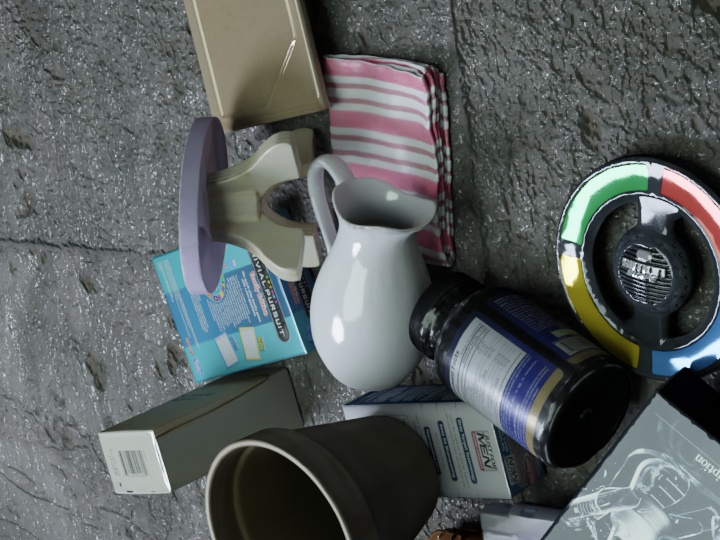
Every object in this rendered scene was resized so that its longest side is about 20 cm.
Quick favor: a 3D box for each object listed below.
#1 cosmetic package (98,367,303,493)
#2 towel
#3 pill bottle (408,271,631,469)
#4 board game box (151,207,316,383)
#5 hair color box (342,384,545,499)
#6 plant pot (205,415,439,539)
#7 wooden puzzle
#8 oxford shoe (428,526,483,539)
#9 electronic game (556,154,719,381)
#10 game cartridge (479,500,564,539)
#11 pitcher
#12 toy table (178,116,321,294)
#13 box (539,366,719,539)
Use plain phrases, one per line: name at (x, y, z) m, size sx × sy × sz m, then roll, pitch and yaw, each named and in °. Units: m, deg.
cosmetic package at (-0.171, 0.172, 1.764) m, size 0.103 × 0.199 × 0.074 m, roll -8°, pitch 101°, yaw 44°
towel at (0.024, -0.107, 1.581) m, size 0.146 × 0.030 × 0.201 m, roll 13°, pitch 115°, yaw 42°
pill bottle at (0.139, 0.083, 1.478) m, size 0.200 × 0.111 × 0.112 m, roll 37°, pitch 129°, yaw 40°
board game box at (-0.131, 0.030, 1.776) m, size 0.199 × 0.047 × 0.152 m, roll -17°, pitch 94°, yaw 46°
hair color box at (0.080, 0.168, 1.616) m, size 0.199 × 0.060 × 0.101 m, roll -6°, pitch 103°, yaw 46°
plant pot at (-0.020, 0.226, 1.568) m, size 0.199 × 0.173 × 0.201 m, roll 20°, pitch 120°, yaw 38°
wooden puzzle at (-0.107, -0.242, 1.650) m, size 0.199 × 0.037 × 0.186 m, roll -6°, pitch 100°, yaw 51°
oxford shoe at (0.102, 0.286, 1.641) m, size 0.200 × 0.071 × 0.072 m, roll -41°, pitch 66°, yaw 44°
electronic game at (0.251, -0.001, 1.394) m, size 0.199 × 0.041 × 0.201 m, roll 19°, pitch 119°, yaw 39°
game cartridge at (0.207, 0.283, 1.501) m, size 0.199 × 0.038 × 0.131 m, roll 4°, pitch 105°, yaw 36°
pitcher at (0.000, 0.000, 1.574) m, size 0.172 × 0.121 × 0.201 m, roll 44°, pitch 142°, yaw 43°
toy table at (-0.108, -0.069, 1.606) m, size 0.116 × 0.201 × 0.184 m, roll -2°, pitch 152°, yaw 8°
box at (0.282, 0.219, 1.352) m, size 0.200 × 0.104 × 0.183 m, roll 39°, pitch 112°, yaw 14°
